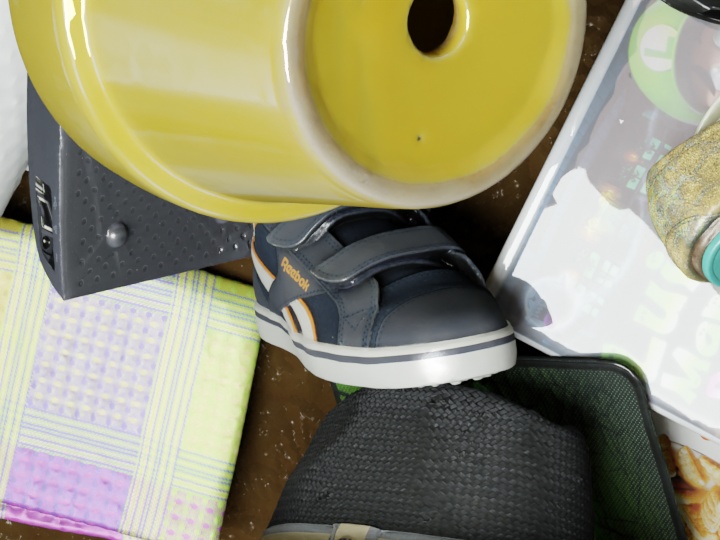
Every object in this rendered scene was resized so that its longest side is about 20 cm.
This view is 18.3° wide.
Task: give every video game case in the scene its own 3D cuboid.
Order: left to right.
[{"bbox_3d":[0.170,-0.029,0.941,0.181,0.023,0.201,28,100,9],"label":"video game case"}]

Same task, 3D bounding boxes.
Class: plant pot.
[{"bbox_3d":[-0.014,-0.108,0.871,0.189,0.200,0.202,27,125,57],"label":"plant pot"}]

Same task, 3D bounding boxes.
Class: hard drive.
[{"bbox_3d":[-0.090,-0.096,0.993,0.042,0.134,0.201,23,116,39],"label":"hard drive"}]

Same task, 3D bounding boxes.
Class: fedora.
[{"bbox_3d":[0.033,0.100,0.947,0.199,0.201,0.092,5,75,18],"label":"fedora"}]

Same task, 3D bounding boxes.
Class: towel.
[{"bbox_3d":[-0.152,0.051,1.085,0.199,0.023,0.145,13,96,2],"label":"towel"}]

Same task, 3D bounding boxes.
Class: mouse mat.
[{"bbox_3d":[0.076,0.120,1.022,0.160,0.008,0.201,0,125,32],"label":"mouse mat"}]

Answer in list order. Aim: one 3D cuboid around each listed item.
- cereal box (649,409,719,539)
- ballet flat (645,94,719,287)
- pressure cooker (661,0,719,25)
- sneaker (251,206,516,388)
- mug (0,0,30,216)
[{"bbox_3d":[0.157,0.078,1.009,0.143,0.040,0.201,32,116,8],"label":"cereal box"},{"bbox_3d":[0.196,-0.075,0.893,0.200,0.071,0.071,-39,93,10],"label":"ballet flat"},{"bbox_3d":[0.127,-0.201,0.833,0.177,0.200,0.177,-2,117,-21],"label":"pressure cooker"},{"bbox_3d":[0.000,0.000,0.970,0.200,0.078,0.080,16,114,63],"label":"sneaker"},{"bbox_3d":[-0.174,-0.113,1.020,0.199,0.148,0.176,23,106,-22],"label":"mug"}]
